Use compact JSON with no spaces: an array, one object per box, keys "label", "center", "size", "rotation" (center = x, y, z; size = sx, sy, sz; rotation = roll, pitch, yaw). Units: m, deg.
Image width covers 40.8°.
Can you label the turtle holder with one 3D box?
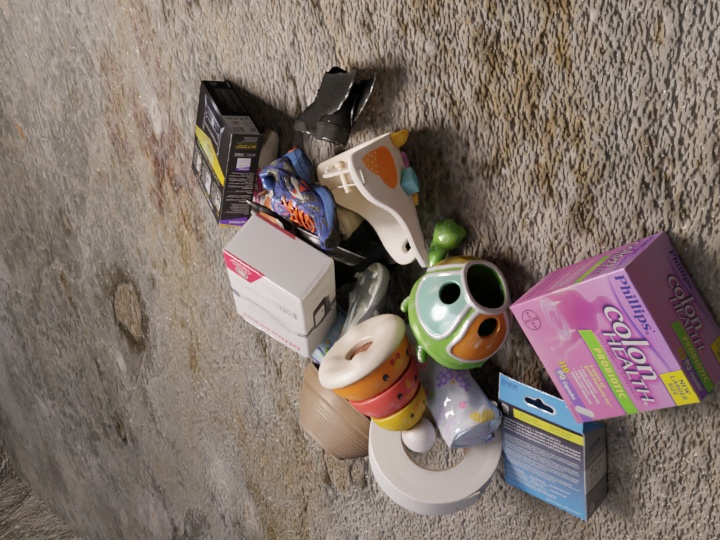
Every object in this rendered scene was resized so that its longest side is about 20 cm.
[{"label":"turtle holder","center":[0.144,0.035,1.319],"size":[0.140,0.187,0.132],"rotation":[23,145,-10]}]

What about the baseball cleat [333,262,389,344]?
[{"label":"baseball cleat","center":[0.023,0.077,1.465],"size":[0.070,0.105,0.201],"rotation":[-114,40,-51]}]

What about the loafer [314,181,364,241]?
[{"label":"loafer","center":[-0.050,-0.099,1.485],"size":[0.200,0.068,0.076],"rotation":[34,148,53]}]

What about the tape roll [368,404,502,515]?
[{"label":"tape roll","center":[0.111,0.261,1.452],"size":[0.202,0.202,0.071],"rotation":[41,158,19]}]

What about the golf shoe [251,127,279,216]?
[{"label":"golf shoe","center":[-0.154,-0.146,1.579],"size":[0.091,0.073,0.201],"rotation":[19,135,-3]}]

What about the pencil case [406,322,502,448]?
[{"label":"pencil case","center":[0.127,0.160,1.413],"size":[0.091,0.083,0.201],"rotation":[-46,57,29]}]

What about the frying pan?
[{"label":"frying pan","center":[-0.077,-0.049,1.402],"size":[0.188,0.031,0.115],"rotation":[22,-177,-22]}]

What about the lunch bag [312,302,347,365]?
[{"label":"lunch bag","center":[-0.052,0.109,1.604],"size":[0.200,0.082,0.161],"rotation":[47,171,13]}]

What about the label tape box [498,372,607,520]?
[{"label":"label tape box","center":[0.273,0.237,1.370],"size":[0.142,0.066,0.202],"rotation":[19,128,40]}]

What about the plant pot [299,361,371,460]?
[{"label":"plant pot","center":[-0.039,0.253,1.641],"size":[0.201,0.093,0.201],"rotation":[43,178,1]}]

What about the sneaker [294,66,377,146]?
[{"label":"sneaker","center":[-0.037,-0.233,1.351],"size":[0.200,0.059,0.105],"rotation":[-143,67,-68]}]

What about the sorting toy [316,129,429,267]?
[{"label":"sorting toy","center":[0.038,-0.087,1.317],"size":[0.182,0.106,0.200],"rotation":[65,168,-9]}]

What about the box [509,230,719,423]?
[{"label":"box","center":[0.312,0.075,1.166],"size":[0.199,0.096,0.177],"rotation":[-25,97,54]}]

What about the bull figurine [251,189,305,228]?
[{"label":"bull figurine","center":[-0.118,-0.065,1.507],"size":[0.121,0.065,0.202],"rotation":[24,138,65]}]

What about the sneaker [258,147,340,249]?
[{"label":"sneaker","center":[-0.085,-0.092,1.369],"size":[0.201,0.078,0.076],"rotation":[-124,17,-45]}]

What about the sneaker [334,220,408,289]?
[{"label":"sneaker","center":[0.002,-0.001,1.503],"size":[0.104,0.060,0.200],"rotation":[49,141,17]}]

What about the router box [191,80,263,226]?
[{"label":"router box","center":[-0.213,-0.186,1.520],"size":[0.200,0.052,0.159],"rotation":[-123,38,-49]}]

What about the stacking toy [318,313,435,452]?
[{"label":"stacking toy","center":[0.048,0.176,1.378],"size":[0.145,0.146,0.201],"rotation":[-12,120,53]}]

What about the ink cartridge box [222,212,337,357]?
[{"label":"ink cartridge box","center":[-0.116,0.027,1.443],"size":[0.144,0.084,0.201],"rotation":[31,156,16]}]
